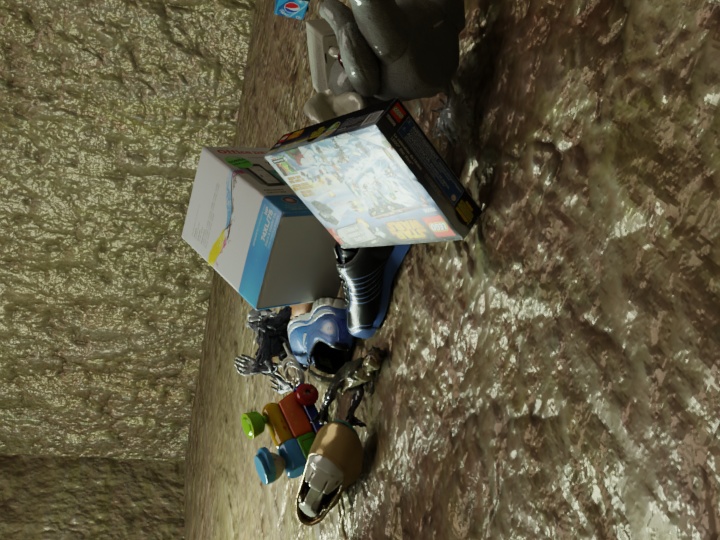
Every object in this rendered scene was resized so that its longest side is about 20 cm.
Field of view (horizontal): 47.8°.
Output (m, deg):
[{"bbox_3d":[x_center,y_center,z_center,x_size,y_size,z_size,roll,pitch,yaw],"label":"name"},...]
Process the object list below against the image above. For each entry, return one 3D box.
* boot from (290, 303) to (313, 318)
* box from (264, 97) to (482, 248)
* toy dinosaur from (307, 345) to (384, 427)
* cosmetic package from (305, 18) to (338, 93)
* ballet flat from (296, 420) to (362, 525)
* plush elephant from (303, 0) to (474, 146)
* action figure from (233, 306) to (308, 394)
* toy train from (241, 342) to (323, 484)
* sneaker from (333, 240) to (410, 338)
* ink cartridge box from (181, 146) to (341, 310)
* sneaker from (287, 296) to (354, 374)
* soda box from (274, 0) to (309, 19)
[{"bbox_3d":[-0.105,-0.010,1.356,0.156,0.076,0.201,110,157,-45],"label":"boot"},{"bbox_3d":[0.007,-0.085,0.786,0.199,0.137,0.040,-1,45,55],"label":"box"},{"bbox_3d":[-0.022,0.152,1.024,0.200,0.047,0.089,-28,46,56],"label":"toy dinosaur"},{"bbox_3d":[-0.028,-0.296,1.146,0.200,0.072,0.104,-111,14,-65],"label":"cosmetic package"},{"bbox_3d":[-0.043,0.262,1.014,0.063,0.068,0.201,-50,-17,-39],"label":"ballet flat"},{"bbox_3d":[0.019,-0.214,0.787,0.154,0.164,0.201,6,126,47],"label":"plush elephant"},{"bbox_3d":[-0.148,0.121,1.293,0.201,0.101,0.120,73,-146,-55],"label":"action figure"},{"bbox_3d":[-0.120,0.203,1.162,0.201,0.115,0.085,60,147,27],"label":"toy train"},{"bbox_3d":[0.000,0.000,0.975,0.070,0.077,0.201,-103,25,-49],"label":"sneaker"},{"bbox_3d":[-0.126,-0.065,1.126,0.200,0.146,0.147,38,121,36],"label":"ink cartridge box"},{"bbox_3d":[-0.058,0.105,1.147,0.200,0.078,0.090,130,145,-63],"label":"sneaker"},{"bbox_3d":[-0.149,-0.659,1.792,0.064,0.067,0.202,128,145,-62],"label":"soda box"}]
